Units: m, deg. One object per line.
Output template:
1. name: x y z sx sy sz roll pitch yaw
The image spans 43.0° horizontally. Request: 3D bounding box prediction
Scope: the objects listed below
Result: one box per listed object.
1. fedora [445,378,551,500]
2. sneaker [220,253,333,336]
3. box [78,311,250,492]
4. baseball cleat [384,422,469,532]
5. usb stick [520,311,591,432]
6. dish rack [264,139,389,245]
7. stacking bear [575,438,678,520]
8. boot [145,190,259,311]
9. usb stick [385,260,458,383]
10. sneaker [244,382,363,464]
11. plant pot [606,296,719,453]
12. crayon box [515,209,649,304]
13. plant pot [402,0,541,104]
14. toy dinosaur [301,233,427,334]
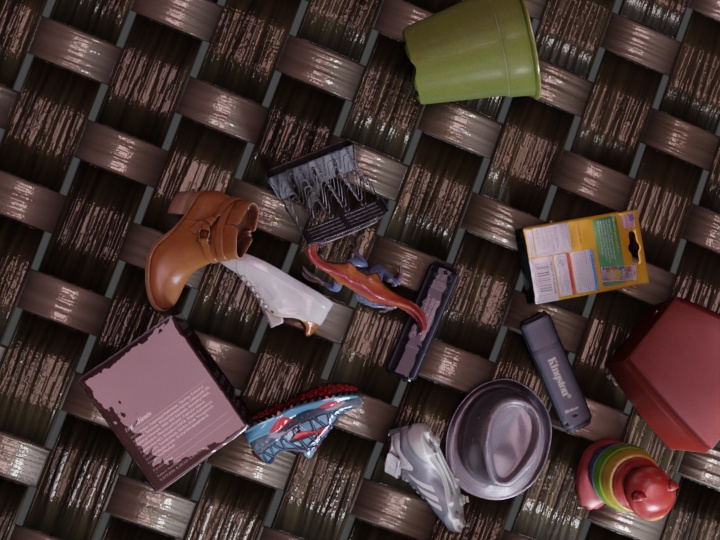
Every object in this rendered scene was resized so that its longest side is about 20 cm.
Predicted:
1. fedora: 0.232 0.278 1.470 0.175 0.090 0.202 22 86 -6
2. sneaker: -0.146 0.037 1.438 0.199 0.073 0.085 30 83 -7
3. box: -0.286 0.191 1.371 0.164 0.166 0.201 -35 93 -6
4. baseball cleat: 0.102 0.335 1.474 0.106 0.070 0.202 -14 105 25
5. usb stick: 0.322 0.166 1.506 0.055 0.033 0.202 -23 92 -8
6. dish rack: -0.049 -0.117 1.405 0.152 0.200 0.055 -24 127 -7
7. stacking bear: 0.427 0.334 1.438 0.120 0.200 0.115 -10 90 -7
8. boot: -0.241 -0.026 1.392 0.154 0.074 0.202 10 84 31
9. usb stick: 0.101 0.084 1.489 0.055 0.033 0.202 23 86 1
10. sneaker: -0.083 0.245 1.450 0.198 0.079 0.096 -21 101 1
11. plant pot: 0.517 0.154 1.467 0.176 0.200 0.200 41 84 7
12. crayon box: 0.366 -0.023 1.514 0.198 0.052 0.127 -10 90 -6
13. plant pot: 0.169 -0.345 1.443 0.188 0.200 0.202 -14 90 4
14. toy dinosaur: 0.000 0.000 1.417 0.181 0.199 0.106 22 94 -49
